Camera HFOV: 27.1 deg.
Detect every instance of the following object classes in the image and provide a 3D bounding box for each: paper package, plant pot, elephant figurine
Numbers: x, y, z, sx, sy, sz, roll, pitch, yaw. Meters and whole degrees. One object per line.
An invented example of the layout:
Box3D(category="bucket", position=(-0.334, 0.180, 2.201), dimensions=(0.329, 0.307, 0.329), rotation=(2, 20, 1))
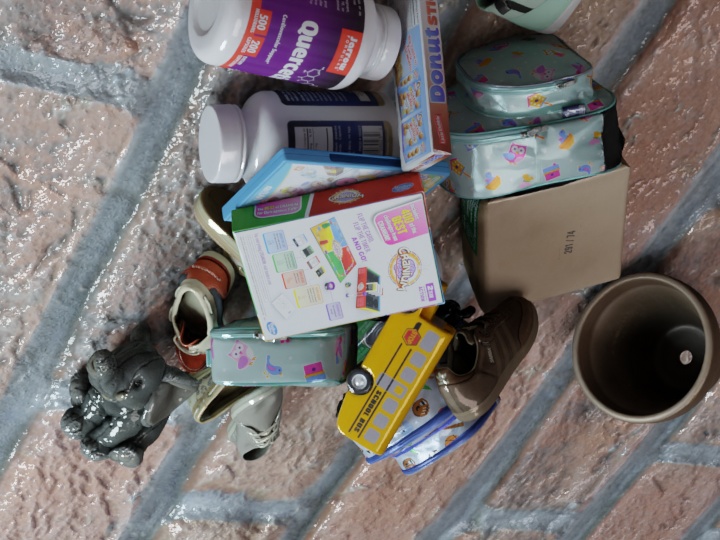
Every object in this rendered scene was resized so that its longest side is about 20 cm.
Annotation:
Box3D(category="paper package", position=(0.218, -0.065, 1.798), dimensions=(0.190, 0.104, 0.200), rotation=(-15, 138, -10))
Box3D(category="plant pot", position=(0.411, 0.113, 2.021), dimensions=(0.200, 0.201, 0.174), rotation=(-43, 151, 20))
Box3D(category="elephant figurine", position=(-0.261, 0.132, 1.746), dimensions=(0.141, 0.155, 0.200), rotation=(22, 133, -13))

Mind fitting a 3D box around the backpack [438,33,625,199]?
Box3D(category="backpack", position=(0.165, -0.164, 1.624), dimensions=(0.199, 0.176, 0.154), rotation=(-21, 121, -5))

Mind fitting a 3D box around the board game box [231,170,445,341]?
Box3D(category="board game box", position=(-0.021, -0.013, 1.564), dimensions=(0.199, 0.040, 0.153), rotation=(-11, 128, 1))

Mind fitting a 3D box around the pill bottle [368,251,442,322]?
Box3D(category="pill bottle", position=(0.000, 0.000, 1.716), dimensions=(0.111, 0.112, 0.200), rotation=(-45, 154, 21))

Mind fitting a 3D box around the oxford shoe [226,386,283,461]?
Box3D(category="oxford shoe", position=(-0.126, 0.190, 1.880), dimensions=(0.075, 0.058, 0.200), rotation=(-24, 162, -21))

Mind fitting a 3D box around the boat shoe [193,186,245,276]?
Box3D(category="boat shoe", position=(-0.127, -0.021, 1.709), dimensions=(0.065, 0.072, 0.200), rotation=(-24, 134, 32))

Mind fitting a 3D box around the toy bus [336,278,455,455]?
Box3D(category="toy bus", position=(0.043, 0.099, 1.667), dimensions=(0.078, 0.065, 0.200), rotation=(31, 99, 5))

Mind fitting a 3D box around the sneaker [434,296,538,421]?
Box3D(category="sneaker", position=(0.147, 0.082, 1.730), dimensions=(0.070, 0.200, 0.076), rotation=(-16, 120, 38))

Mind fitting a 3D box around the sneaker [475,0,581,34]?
Box3D(category="sneaker", position=(0.199, -0.332, 1.536), dimensions=(0.118, 0.074, 0.201), rotation=(5, 133, -37))

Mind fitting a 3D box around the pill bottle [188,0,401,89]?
Box3D(category="pill bottle", position=(-0.063, -0.244, 1.481), dimensions=(0.199, 0.113, 0.113), rotation=(8, 129, -30))

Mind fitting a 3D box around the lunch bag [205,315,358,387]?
Box3D(category="lunch bag", position=(-0.088, 0.089, 1.706), dimensions=(0.160, 0.077, 0.200), rotation=(2, 180, 8))

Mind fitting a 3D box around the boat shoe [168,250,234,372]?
Box3D(category="boat shoe", position=(-0.191, 0.061, 1.737), dimensions=(0.071, 0.063, 0.200), rotation=(26, 140, 6))

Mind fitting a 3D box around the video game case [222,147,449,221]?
Box3D(category="video game case", position=(-0.026, -0.083, 1.564), dimensions=(0.199, 0.018, 0.143), rotation=(2, 156, -32))

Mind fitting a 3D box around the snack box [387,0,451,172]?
Box3D(category="snack box", position=(0.058, -0.205, 1.508), dimensions=(0.024, 0.201, 0.072), rotation=(0, 169, -25))

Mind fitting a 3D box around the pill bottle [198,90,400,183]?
Box3D(category="pill bottle", position=(-0.066, -0.136, 1.590), dimensions=(0.199, 0.111, 0.111), rotation=(-2, 133, -22))

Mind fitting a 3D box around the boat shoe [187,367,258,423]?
Box3D(category="boat shoe", position=(-0.128, 0.119, 1.853), dimensions=(0.200, 0.063, 0.073), rotation=(-35, 137, 11))

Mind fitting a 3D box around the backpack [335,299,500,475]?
Box3D(category="backpack", position=(0.065, 0.158, 1.800), dimensions=(0.200, 0.154, 0.190), rotation=(-42, 171, 28))

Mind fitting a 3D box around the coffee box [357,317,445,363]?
Box3D(category="coffee box", position=(0.064, 0.107, 1.942), dimensions=(0.200, 0.044, 0.123), rotation=(25, 119, -40))
